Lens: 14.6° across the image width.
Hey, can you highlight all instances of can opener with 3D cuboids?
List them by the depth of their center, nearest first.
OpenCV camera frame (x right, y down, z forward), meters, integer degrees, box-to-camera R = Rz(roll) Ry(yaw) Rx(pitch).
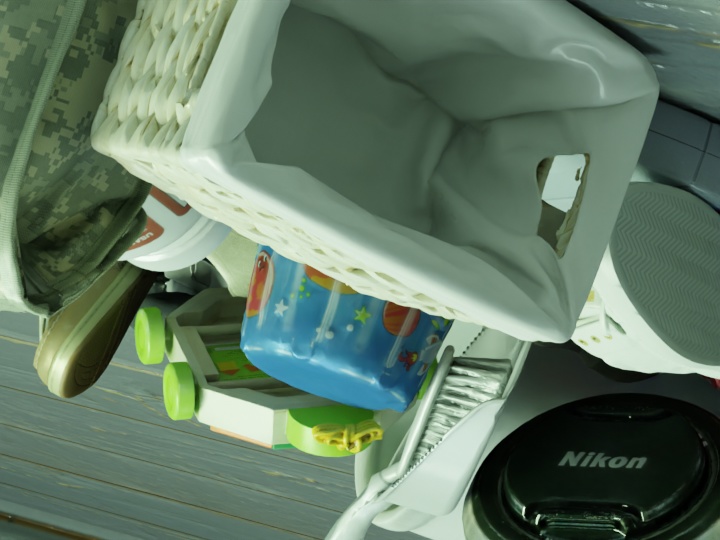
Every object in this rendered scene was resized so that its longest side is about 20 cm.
[{"bbox_3d":[-0.146,0.001,1.789,0.067,0.054,0.200,-9,-162,-37],"label":"can opener"}]

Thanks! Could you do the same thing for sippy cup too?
[{"bbox_3d":[0.000,0.000,1.487,0.178,0.131,0.139,26,166,-33],"label":"sippy cup"}]

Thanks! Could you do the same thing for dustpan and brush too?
[{"bbox_3d":[0.031,0.102,1.514,0.057,0.200,0.140,24,-152,1],"label":"dustpan and brush"}]

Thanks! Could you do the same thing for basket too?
[{"bbox_3d":[0.003,-0.066,1.183,0.200,0.136,0.123,27,168,-32],"label":"basket"}]

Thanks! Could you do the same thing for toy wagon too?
[{"bbox_3d":[-0.036,0.060,1.583,0.155,0.040,0.200,-4,-153,-17],"label":"toy wagon"}]

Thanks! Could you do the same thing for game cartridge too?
[{"bbox_3d":[0.171,-0.028,1.333,0.200,0.042,0.133,25,171,-26],"label":"game cartridge"}]

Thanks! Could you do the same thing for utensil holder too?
[{"bbox_3d":[0.121,0.101,1.665,0.200,0.170,0.170,22,168,-18],"label":"utensil holder"}]

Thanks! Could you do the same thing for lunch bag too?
[{"bbox_3d":[-0.172,-0.077,1.245,0.164,0.200,0.118,11,165,30],"label":"lunch bag"}]

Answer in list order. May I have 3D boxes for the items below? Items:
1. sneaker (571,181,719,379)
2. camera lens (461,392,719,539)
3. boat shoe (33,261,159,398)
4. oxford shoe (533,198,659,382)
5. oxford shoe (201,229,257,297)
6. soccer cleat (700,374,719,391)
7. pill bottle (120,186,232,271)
[{"bbox_3d":[0.128,0.011,1.319,0.115,0.074,0.200,5,163,38],"label":"sneaker"},{"bbox_3d":[0.147,0.179,1.526,0.160,0.160,0.200,11,131,33],"label":"camera lens"},{"bbox_3d":[-0.160,0.005,1.673,0.063,0.073,0.200,25,-148,0],"label":"boat shoe"},{"bbox_3d":[0.106,-0.004,1.455,0.071,0.071,0.200,-32,150,12],"label":"oxford shoe"},{"bbox_3d":[-0.042,-0.012,1.629,0.199,0.074,0.071,16,168,15],"label":"oxford shoe"},{"bbox_3d":[0.209,0.044,1.501,0.068,0.073,0.200,24,167,-23],"label":"soccer cleat"},{"bbox_3d":[-0.137,-0.071,1.422,0.112,0.112,0.200,13,166,27],"label":"pill bottle"}]
